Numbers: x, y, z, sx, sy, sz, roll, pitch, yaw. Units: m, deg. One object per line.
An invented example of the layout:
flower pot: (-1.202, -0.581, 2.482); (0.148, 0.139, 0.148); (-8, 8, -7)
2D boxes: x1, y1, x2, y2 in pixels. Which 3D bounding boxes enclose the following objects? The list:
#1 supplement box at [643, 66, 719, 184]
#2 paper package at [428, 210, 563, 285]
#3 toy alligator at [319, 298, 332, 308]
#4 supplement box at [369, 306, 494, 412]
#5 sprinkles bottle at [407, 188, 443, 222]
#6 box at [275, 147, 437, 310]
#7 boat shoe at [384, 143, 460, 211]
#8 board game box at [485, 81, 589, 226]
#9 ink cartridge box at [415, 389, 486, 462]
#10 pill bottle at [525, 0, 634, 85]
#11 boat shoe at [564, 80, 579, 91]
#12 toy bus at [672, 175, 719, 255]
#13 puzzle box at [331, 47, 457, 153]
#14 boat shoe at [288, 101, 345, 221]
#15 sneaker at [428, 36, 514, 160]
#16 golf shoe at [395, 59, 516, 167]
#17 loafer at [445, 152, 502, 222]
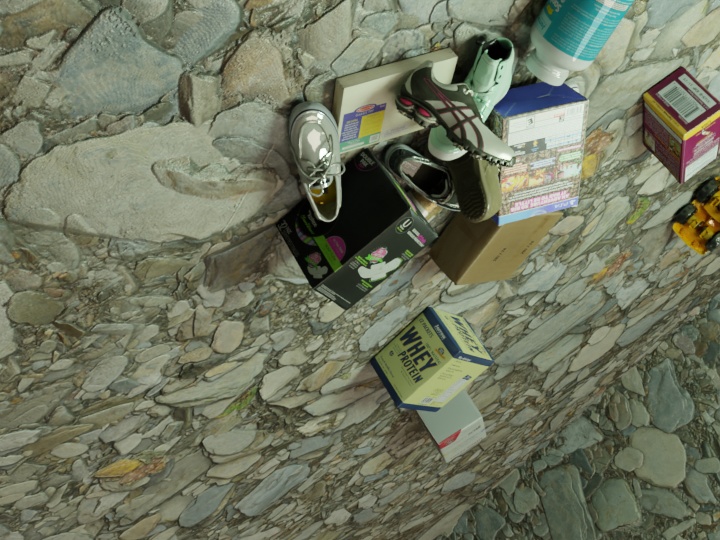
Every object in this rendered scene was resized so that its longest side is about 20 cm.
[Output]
supplement box: (0.657, -0.293, 1.718); (0.103, 0.131, 0.200); (-35, 152, 1)
paper package: (0.269, -0.076, 1.673); (0.189, 0.104, 0.201); (-5, 139, -44)
toy alligator: (0.000, 0.000, 1.569); (0.199, 0.059, 0.055); (-29, 109, -8)
supplement box: (0.170, 0.213, 1.968); (0.200, 0.135, 0.199); (-44, 150, 17)
sprinkles bottle: (0.075, -0.087, 1.495); (0.200, 0.068, 0.068); (-43, 150, 14)
box: (-0.006, -0.065, 1.360); (0.199, 0.149, 0.124); (-38, 149, 9)
boat shoe: (0.125, -0.140, 1.389); (0.198, 0.071, 0.072); (21, 113, -27)
board game box: (0.284, -0.200, 1.424); (0.158, 0.097, 0.202); (-14, 126, -15)
ink cartridge box: (0.250, 0.417, 2.344); (0.144, 0.145, 0.200); (-32, 151, -5)
pill bottle: (0.331, -0.382, 1.272); (0.110, 0.111, 0.201); (-7, 141, -39)
boat shoe: (0.338, -0.247, 1.523); (0.070, 0.070, 0.201); (-2, 138, -43)
toy bus: (0.959, -0.162, 2.246); (0.191, 0.136, 0.201); (-26, 157, -47)
puzzle box: (0.046, -0.253, 1.262); (0.198, 0.026, 0.134); (-20, 148, -24)
boat shoe: (-0.061, -0.145, 1.225); (0.074, 0.087, 0.203); (-9, 140, -4)
sneaker: (0.165, -0.267, 1.270); (0.201, 0.073, 0.119); (-54, 162, -21)
golf shoe: (0.148, -0.219, 1.207); (0.089, 0.199, 0.077); (-58, -178, 8)
loafer: (0.182, -0.174, 1.362); (0.075, 0.203, 0.067); (-13, 169, 38)
